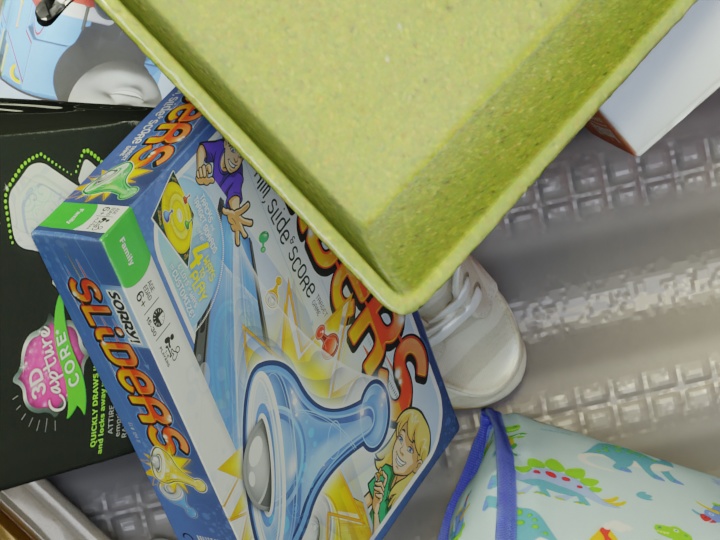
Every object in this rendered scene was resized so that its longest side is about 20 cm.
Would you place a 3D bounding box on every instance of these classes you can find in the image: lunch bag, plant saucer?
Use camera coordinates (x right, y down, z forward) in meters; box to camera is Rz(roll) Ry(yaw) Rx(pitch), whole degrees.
[{"bbox_3d":[0.116,0.151,0.802,0.169,0.200,0.128,17,97,-5],"label":"lunch bag"},{"bbox_3d":[0.001,-0.117,0.684,0.200,0.048,0.200,46,67,-7],"label":"plant saucer"}]

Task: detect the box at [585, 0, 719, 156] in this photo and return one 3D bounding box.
[{"bbox_3d":[0.073,-0.155,0.796,0.097,0.124,0.200,-42,97,4],"label":"box"}]

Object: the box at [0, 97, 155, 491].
[{"bbox_3d":[-0.157,0.005,0.715,0.148,0.199,0.125,6,100,34],"label":"box"}]

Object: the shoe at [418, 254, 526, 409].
[{"bbox_3d":[0.000,0.000,0.824,0.200,0.053,0.070,38,87,-27],"label":"shoe"}]

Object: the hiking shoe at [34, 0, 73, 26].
[{"bbox_3d":[-0.119,-0.200,0.786,0.100,0.076,0.201,-18,80,-16],"label":"hiking shoe"}]

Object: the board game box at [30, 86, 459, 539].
[{"bbox_3d":[-0.034,0.026,0.736,0.034,0.136,0.201,6,132,35],"label":"board game box"}]

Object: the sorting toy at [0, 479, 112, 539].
[{"bbox_3d":[-0.227,0.135,0.871,0.200,0.036,0.185,42,94,-7],"label":"sorting toy"}]

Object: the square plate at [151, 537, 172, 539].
[{"bbox_3d":[-0.012,0.200,0.811,0.197,0.200,0.029,19,116,-4],"label":"square plate"}]

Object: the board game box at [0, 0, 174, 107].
[{"bbox_3d":[-0.089,-0.056,0.849,0.150,0.037,0.202,15,98,-4],"label":"board game box"}]
